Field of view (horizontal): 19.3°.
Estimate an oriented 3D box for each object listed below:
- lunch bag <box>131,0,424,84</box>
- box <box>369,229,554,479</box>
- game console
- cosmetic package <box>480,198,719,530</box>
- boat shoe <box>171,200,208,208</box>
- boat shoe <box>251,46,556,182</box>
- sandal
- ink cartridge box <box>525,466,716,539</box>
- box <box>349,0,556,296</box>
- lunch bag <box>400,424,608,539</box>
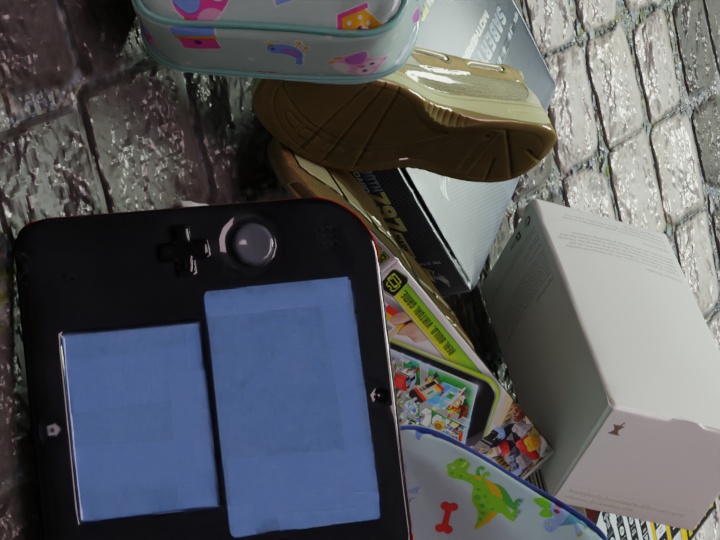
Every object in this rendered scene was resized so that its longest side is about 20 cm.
[{"bbox_3d":[-0.042,-0.198,1.092,0.077,0.160,0.201,73,21,-69],"label":"lunch bag"},{"bbox_3d":[0.019,0.077,1.190,0.110,0.035,0.200,-42,132,-1],"label":"box"},{"bbox_3d":[-0.068,0.068,1.013,0.176,0.031,0.201,-4,82,-19],"label":"game console"},{"bbox_3d":[0.156,0.055,1.313,0.107,0.085,0.200,15,35,-22],"label":"cosmetic package"},{"bbox_3d":[-0.089,0.062,1.063,0.067,0.074,0.201,17,70,-25],"label":"boat shoe"},{"bbox_3d":[0.021,-0.098,1.177,0.200,0.073,0.063,6,51,-35],"label":"boat shoe"},{"bbox_3d":[0.000,0.000,1.211,0.200,0.054,0.080,50,9,-44],"label":"sandal"},{"bbox_3d":[0.161,0.163,1.414,0.200,0.084,0.176,-37,116,-55],"label":"ink cartridge box"},{"bbox_3d":[0.047,-0.107,1.310,0.158,0.051,0.200,59,40,-33],"label":"box"},{"bbox_3d":[0.024,0.182,1.101,0.200,0.160,0.083,-48,157,-37],"label":"lunch bag"}]
